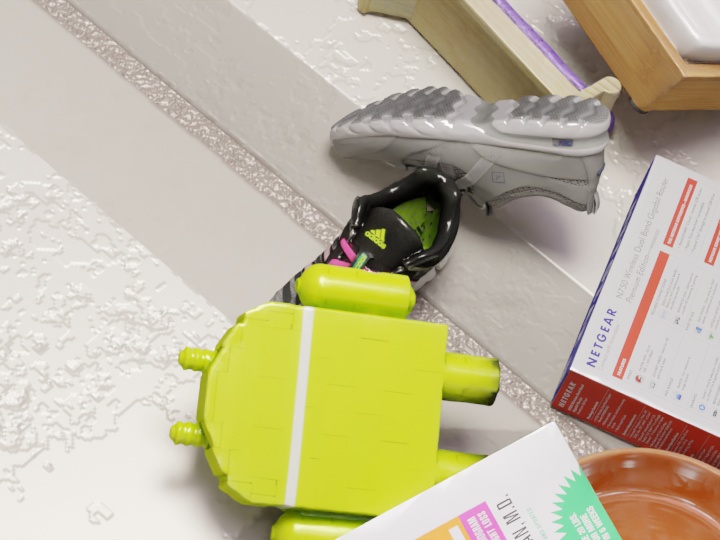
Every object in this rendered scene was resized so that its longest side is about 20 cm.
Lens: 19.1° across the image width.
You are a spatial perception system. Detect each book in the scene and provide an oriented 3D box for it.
[{"bbox_3d":[0.059,0.194,1.256,0.200,0.048,0.134,-28,79,-12],"label":"book"}]

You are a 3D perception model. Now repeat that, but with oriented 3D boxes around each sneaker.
[{"bbox_3d":[0.000,0.000,1.377,0.074,0.088,0.200,38,57,12],"label":"sneaker"},{"bbox_3d":[0.070,-0.073,1.435,0.200,0.082,0.075,6,25,27],"label":"sneaker"}]

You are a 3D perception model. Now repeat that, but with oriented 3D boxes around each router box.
[{"bbox_3d":[0.244,0.040,1.435,0.179,0.049,0.200,25,54,3],"label":"router box"}]

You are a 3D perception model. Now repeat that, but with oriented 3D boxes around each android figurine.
[{"bbox_3d":[-0.015,0.087,1.306,0.199,0.041,0.183,6,81,-12],"label":"android figurine"}]

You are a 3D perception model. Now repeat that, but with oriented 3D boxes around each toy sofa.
[{"bbox_3d":[0.099,-0.167,1.518,0.097,0.083,0.200,-30,68,-28],"label":"toy sofa"}]

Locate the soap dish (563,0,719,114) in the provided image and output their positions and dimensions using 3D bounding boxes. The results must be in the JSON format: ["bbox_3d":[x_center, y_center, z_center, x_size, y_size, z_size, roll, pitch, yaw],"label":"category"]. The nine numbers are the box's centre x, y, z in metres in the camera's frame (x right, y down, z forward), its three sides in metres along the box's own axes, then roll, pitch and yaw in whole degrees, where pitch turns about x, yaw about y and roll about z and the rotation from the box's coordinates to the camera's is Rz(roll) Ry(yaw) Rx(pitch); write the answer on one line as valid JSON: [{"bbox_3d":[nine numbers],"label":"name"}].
[{"bbox_3d":[0.237,-0.185,1.530,0.200,0.081,0.158,-5,55,-46],"label":"soap dish"}]

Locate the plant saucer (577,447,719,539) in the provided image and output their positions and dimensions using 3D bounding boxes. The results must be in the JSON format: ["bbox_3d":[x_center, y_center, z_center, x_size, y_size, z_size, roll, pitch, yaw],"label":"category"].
[{"bbox_3d":[0.182,0.204,1.321,0.200,0.032,0.201,6,56,-10],"label":"plant saucer"}]
